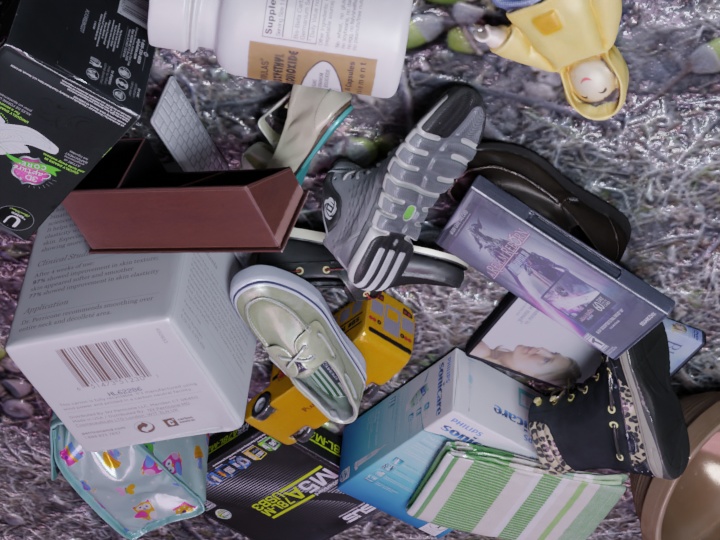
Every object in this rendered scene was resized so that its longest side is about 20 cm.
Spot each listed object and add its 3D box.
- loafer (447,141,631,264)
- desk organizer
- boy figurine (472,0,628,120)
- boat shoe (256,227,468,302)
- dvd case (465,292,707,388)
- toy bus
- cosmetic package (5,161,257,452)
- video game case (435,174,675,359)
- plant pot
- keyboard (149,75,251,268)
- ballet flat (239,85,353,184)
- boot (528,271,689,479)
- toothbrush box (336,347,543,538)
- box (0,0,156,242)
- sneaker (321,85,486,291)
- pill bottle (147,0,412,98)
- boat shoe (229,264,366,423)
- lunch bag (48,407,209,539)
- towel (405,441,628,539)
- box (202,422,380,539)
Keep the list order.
[{"bbox_3d":[0.161,-0.050,1.502,0.200,0.071,0.073,23,137,-19],"label":"loafer"},{"bbox_3d":[-0.155,-0.066,1.438,0.199,0.072,0.077,0,138,27],"label":"desk organizer"},{"bbox_3d":[0.152,-0.199,1.339,0.124,0.065,0.200,-19,130,23],"label":"boy figurine"},{"bbox_3d":[0.000,0.001,1.575,0.201,0.063,0.074,6,169,3],"label":"boat shoe"},{"bbox_3d":[0.224,0.074,1.679,0.200,0.018,0.143,20,137,-15],"label":"dvd case"},{"bbox_3d":[-0.034,0.101,1.699,0.065,0.078,0.200,30,134,-26],"label":"toy bus"},{"bbox_3d":[-0.200,0.032,1.548,0.167,0.200,0.167,-10,137,19],"label":"cosmetic package"},{"bbox_3d":[0.167,0.000,1.480,0.200,0.019,0.143,32,159,1],"label":"video game case"},{"bbox_3d":[0.341,0.196,1.716,0.201,0.093,0.201,-25,132,-30],"label":"plant pot"},{"bbox_3d":[-0.137,-0.086,1.513,0.011,0.056,0.200,-7,138,22],"label":"keyboard"},{"bbox_3d":[-0.069,-0.105,1.487,0.069,0.070,0.200,20,136,-15],"label":"ballet flat"},{"bbox_3d":[0.225,0.108,1.624,0.153,0.073,0.204,-9,100,42],"label":"boot"},{"bbox_3d":[0.092,0.187,1.776,0.146,0.085,0.200,28,136,-24],"label":"toothbrush box"},{"bbox_3d":[-0.270,-0.150,1.385,0.124,0.149,0.200,29,135,-24],"label":"box"},{"bbox_3d":[0.022,-0.091,1.474,0.075,0.115,0.200,20,105,-44],"label":"sneaker"},{"bbox_3d":[-0.062,-0.206,1.319,0.199,0.115,0.115,9,140,-2],"label":"pill bottle"},{"bbox_3d":[-0.050,0.069,1.556,0.072,0.062,0.200,-26,133,20],"label":"boat shoe"},{"bbox_3d":[-0.248,0.149,1.714,0.122,0.171,0.200,-25,131,22],"label":"lunch bag"},{"bbox_3d":[0.161,0.237,1.748,0.199,0.023,0.153,11,141,-12],"label":"towel"},{"bbox_3d":[-0.089,0.240,1.894,0.193,0.048,0.200,35,133,-26],"label":"box"}]
